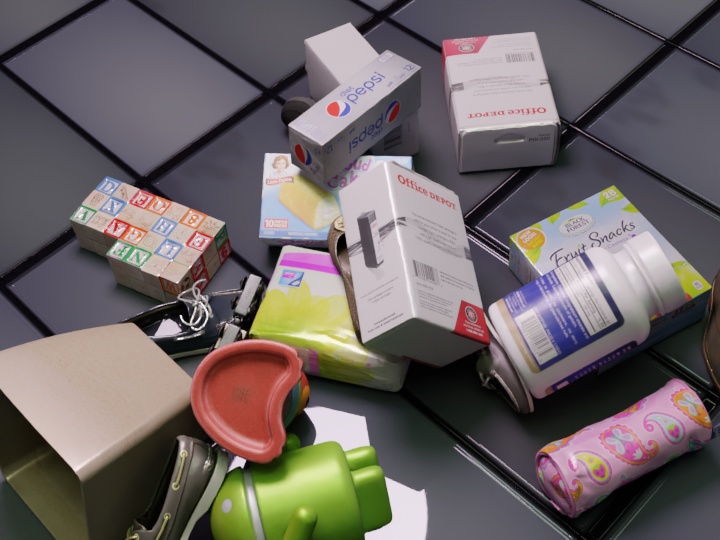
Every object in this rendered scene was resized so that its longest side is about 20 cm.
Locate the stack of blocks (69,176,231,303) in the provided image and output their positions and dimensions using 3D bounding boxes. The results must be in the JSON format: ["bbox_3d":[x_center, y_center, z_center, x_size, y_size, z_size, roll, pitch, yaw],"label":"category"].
[{"bbox_3d":[-0.287,-0.038,1.411,0.198,0.059,0.116,21,55,20],"label":"stack of blocks"}]

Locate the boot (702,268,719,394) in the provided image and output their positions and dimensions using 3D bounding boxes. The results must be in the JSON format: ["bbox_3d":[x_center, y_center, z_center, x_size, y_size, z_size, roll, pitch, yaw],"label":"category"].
[{"bbox_3d":[0.449,0.058,1.254,0.073,0.098,0.202,3,51,7],"label":"boot"}]

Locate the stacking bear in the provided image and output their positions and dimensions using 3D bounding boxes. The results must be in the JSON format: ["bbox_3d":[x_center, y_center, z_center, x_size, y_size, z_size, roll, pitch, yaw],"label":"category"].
[{"bbox_3d":[-0.109,0.133,1.171,0.112,0.200,0.123,14,88,8],"label":"stacking bear"}]

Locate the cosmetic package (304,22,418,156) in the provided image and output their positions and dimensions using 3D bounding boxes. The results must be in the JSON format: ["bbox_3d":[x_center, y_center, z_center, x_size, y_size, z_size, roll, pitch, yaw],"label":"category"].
[{"bbox_3d":[0.000,-0.253,1.536,0.084,0.108,0.201,-24,54,-15],"label":"cosmetic package"}]

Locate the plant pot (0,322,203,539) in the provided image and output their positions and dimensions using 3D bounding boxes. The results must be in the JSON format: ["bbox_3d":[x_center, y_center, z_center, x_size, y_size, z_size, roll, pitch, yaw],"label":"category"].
[{"bbox_3d":[-0.279,0.178,1.160,0.176,0.202,0.199,-31,54,-33],"label":"plant pot"}]

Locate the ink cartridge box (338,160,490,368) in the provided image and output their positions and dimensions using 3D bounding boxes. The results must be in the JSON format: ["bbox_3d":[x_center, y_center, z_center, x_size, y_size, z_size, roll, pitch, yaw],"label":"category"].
[{"bbox_3d":[0.061,-0.006,1.225,0.083,0.143,0.203,-28,58,33],"label":"ink cartridge box"}]

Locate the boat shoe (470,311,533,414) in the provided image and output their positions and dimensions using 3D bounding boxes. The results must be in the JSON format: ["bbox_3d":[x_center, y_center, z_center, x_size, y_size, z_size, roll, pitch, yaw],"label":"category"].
[{"bbox_3d":[0.141,0.094,1.267,0.056,0.067,0.201,-24,57,-3],"label":"boat shoe"}]

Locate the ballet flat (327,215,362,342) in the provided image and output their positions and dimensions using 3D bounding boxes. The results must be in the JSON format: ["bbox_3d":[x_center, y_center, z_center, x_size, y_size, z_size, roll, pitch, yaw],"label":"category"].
[{"bbox_3d":[0.000,0.000,1.281,0.066,0.047,0.202,-8,49,-4],"label":"ballet flat"}]

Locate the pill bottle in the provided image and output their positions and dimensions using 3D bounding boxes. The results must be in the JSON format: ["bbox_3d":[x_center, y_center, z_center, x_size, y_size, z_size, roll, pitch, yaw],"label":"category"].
[{"bbox_3d":[0.255,0.045,1.187,0.198,0.120,0.121,-30,51,8],"label":"pill bottle"}]

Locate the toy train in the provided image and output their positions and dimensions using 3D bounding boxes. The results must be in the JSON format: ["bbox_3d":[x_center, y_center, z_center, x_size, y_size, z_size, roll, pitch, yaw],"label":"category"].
[{"bbox_3d":[-0.164,0.098,1.279,0.034,0.046,0.202,20,69,6],"label":"toy train"}]

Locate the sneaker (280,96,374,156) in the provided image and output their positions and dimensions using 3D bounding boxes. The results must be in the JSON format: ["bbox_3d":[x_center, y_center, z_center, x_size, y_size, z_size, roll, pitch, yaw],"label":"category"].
[{"bbox_3d":[-0.060,-0.175,1.498,0.082,0.074,0.200,-38,55,-15],"label":"sneaker"}]

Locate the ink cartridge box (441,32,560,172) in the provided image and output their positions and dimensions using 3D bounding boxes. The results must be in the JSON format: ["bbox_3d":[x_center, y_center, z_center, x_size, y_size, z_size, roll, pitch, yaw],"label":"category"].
[{"bbox_3d":[0.199,-0.244,1.527,0.143,0.085,0.202,-5,49,0],"label":"ink cartridge box"}]

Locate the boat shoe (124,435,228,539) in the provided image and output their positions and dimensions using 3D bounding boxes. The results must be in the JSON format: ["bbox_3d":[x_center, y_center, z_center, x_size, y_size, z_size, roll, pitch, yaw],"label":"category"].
[{"bbox_3d":[-0.209,0.269,1.104,0.060,0.072,0.204,29,87,-18],"label":"boat shoe"}]

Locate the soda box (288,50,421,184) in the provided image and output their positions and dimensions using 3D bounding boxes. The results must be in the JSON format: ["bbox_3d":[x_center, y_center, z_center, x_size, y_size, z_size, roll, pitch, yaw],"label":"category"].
[{"bbox_3d":[-0.005,-0.201,1.377,0.063,0.069,0.200,32,57,27],"label":"soda box"}]

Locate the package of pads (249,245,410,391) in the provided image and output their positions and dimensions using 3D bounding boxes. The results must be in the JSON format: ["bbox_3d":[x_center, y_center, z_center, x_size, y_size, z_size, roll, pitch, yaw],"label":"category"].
[{"bbox_3d":[-0.025,0.059,1.307,0.197,0.069,0.156,10,52,12],"label":"package of pads"}]

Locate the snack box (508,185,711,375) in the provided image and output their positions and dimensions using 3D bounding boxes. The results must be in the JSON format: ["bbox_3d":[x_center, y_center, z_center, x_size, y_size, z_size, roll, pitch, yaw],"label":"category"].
[{"bbox_3d":[0.306,0.007,1.325,0.167,0.068,0.201,-26,52,-14],"label":"snack box"}]

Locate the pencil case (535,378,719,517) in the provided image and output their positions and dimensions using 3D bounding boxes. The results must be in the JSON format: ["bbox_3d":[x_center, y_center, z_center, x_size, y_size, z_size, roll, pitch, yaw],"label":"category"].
[{"bbox_3d":[0.291,0.196,1.165,0.198,0.088,0.088,-23,53,-15],"label":"pencil case"}]

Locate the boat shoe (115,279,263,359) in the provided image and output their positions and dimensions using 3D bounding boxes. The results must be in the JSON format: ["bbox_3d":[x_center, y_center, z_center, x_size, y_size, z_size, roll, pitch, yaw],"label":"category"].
[{"bbox_3d":[-0.215,0.061,1.324,0.197,0.062,0.075,-16,49,-9],"label":"boat shoe"}]

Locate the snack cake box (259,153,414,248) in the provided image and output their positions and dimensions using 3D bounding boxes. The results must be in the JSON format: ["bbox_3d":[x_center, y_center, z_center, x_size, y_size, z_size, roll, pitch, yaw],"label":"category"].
[{"bbox_3d":[-0.029,-0.090,1.401,0.197,0.067,0.117,2,82,6],"label":"snack cake box"}]

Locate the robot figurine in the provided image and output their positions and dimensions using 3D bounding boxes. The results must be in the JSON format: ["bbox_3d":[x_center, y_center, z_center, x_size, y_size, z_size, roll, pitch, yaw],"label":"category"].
[{"bbox_3d":[-0.069,0.251,1.122,0.197,0.117,0.176,-14,24,-5],"label":"robot figurine"}]
